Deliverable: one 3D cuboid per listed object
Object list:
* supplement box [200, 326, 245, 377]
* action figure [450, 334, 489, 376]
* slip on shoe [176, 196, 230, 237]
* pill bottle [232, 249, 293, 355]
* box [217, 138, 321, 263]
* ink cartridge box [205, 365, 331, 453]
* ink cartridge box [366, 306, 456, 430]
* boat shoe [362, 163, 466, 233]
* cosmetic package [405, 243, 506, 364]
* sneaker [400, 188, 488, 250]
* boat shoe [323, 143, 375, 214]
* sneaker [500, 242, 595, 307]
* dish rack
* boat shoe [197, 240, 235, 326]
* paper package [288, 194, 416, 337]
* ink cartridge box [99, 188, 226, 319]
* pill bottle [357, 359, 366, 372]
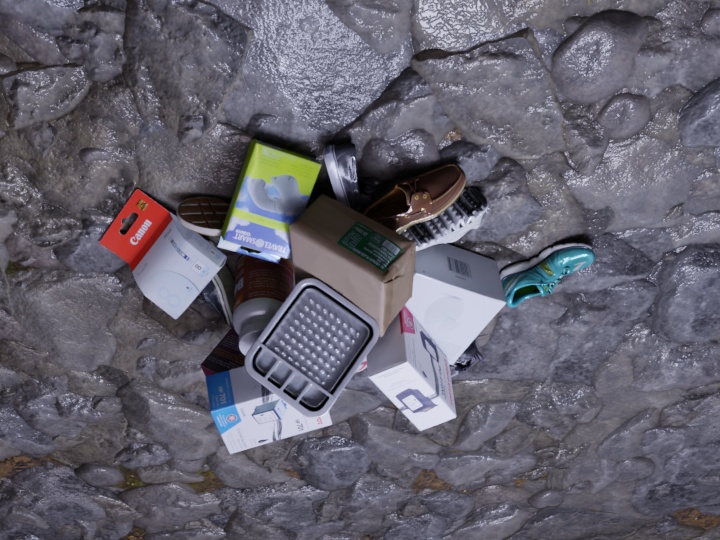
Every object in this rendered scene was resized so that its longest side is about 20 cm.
[{"bbox_3d":[-0.206,0.158,1.704,0.085,0.200,0.111,18,142,27],"label":"supplement box"},{"bbox_3d":[0.175,0.184,1.835,0.200,0.102,0.119,-40,102,-17],"label":"action figure"},{"bbox_3d":[-0.228,-0.083,1.565,0.199,0.076,0.061,2,147,-14],"label":"slip on shoe"},{"bbox_3d":[-0.178,0.063,1.616,0.112,0.200,0.112,-2,135,-2],"label":"pill bottle"},{"bbox_3d":[-0.158,-0.111,1.498,0.122,0.048,0.201,16,104,-19],"label":"box"},{"bbox_3d":[-0.164,0.236,1.590,0.199,0.086,0.147,-15,137,-2],"label":"ink cartridge box"},{"bbox_3d":[0.093,0.179,1.620,0.084,0.145,0.200,-23,132,19],"label":"ink cartridge box"},{"bbox_3d":[0.092,-0.123,1.512,0.200,0.072,0.068,-31,150,2],"label":"boat shoe"},{"bbox_3d":[0.137,0.056,1.688,0.199,0.123,0.200,18,129,-21],"label":"cosmetic package"},{"bbox_3d":[0.137,-0.072,1.571,0.199,0.075,0.081,-23,151,-11],"label":"sneaker"},{"bbox_3d":[-0.008,-0.139,1.528,0.066,0.070,0.200,-13,128,8],"label":"boat shoe"},{"bbox_3d":[0.363,0.013,1.692,0.200,0.080,0.078,-28,130,21],"label":"sneaker"},{"bbox_3d":[-0.081,0.133,1.504,0.171,0.200,0.044,35,174,9],"label":"dish rack"},{"bbox_3d":[-0.282,0.027,1.667,0.062,0.075,0.200,-10,130,13],"label":"boat shoe"},{"bbox_3d":[-0.015,-0.009,1.513,0.200,0.104,0.191,30,152,19],"label":"paper package"},{"bbox_3d":[-0.364,-0.027,1.578,0.200,0.047,0.160,38,123,-11],"label":"ink cartridge box"},{"bbox_3d":[-0.075,0.163,1.725,0.200,0.111,0.111,-9,151,-51],"label":"pill bottle"}]
